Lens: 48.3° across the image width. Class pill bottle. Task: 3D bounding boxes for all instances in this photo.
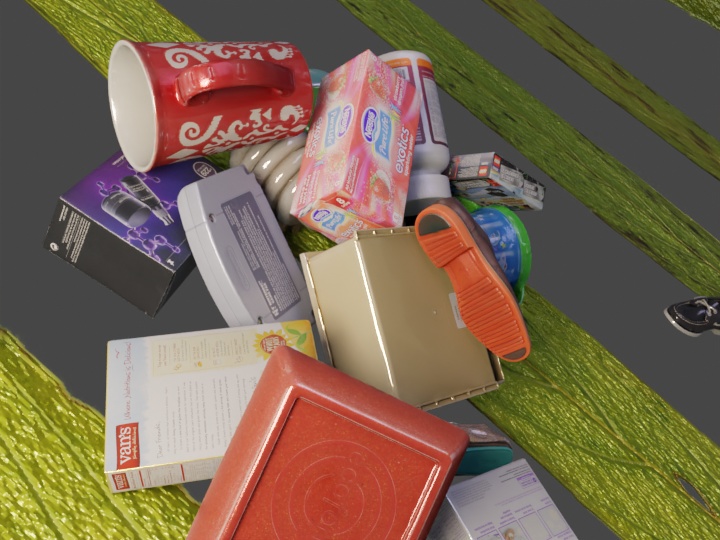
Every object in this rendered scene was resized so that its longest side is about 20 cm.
[{"bbox_3d":[0.062,-0.184,1.095,0.108,0.109,0.204,-2,78,-40],"label":"pill bottle"}]

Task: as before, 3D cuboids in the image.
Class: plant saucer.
[{"bbox_3d":[-0.024,0.196,0.682,0.197,0.202,0.037,26,-2,-12],"label":"plant saucer"}]

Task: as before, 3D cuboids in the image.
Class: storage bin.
[{"bbox_3d":[0.055,0.058,0.915,0.196,0.093,0.204,-6,77,-44],"label":"storage bin"}]

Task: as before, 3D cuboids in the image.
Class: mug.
[{"bbox_3d":[-0.149,-0.182,0.877,0.197,0.136,0.177,-15,32,-34],"label":"mug"}]

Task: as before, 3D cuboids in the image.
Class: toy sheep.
[{"bbox_3d":[-0.107,-0.125,1.024,0.199,0.139,0.138,41,36,9],"label":"toy sheep"}]

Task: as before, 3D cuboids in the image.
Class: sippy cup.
[{"bbox_3d":[0.148,-0.018,1.125,0.128,0.142,0.177,-8,25,-31],"label":"sippy cup"}]

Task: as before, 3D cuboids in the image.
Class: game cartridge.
[{"bbox_3d":[-0.123,-0.010,0.883,0.203,0.040,0.133,65,25,-7],"label":"game cartridge"}]

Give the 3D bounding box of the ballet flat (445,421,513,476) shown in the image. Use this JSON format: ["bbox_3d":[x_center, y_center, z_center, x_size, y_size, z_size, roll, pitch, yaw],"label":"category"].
[{"bbox_3d":[0.081,0.193,0.886,0.197,0.069,0.067,14,20,-36],"label":"ballet flat"}]

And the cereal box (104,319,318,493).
[{"bbox_3d":[-0.132,0.119,0.739,0.196,0.040,0.145,-6,46,-10],"label":"cereal box"}]

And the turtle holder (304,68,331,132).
[{"bbox_3d":[-0.085,-0.214,1.150,0.132,0.142,0.185,43,57,12],"label":"turtle holder"}]

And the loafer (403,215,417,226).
[{"bbox_3d":[0.033,-0.073,1.134,0.070,0.071,0.199,40,34,22],"label":"loafer"}]

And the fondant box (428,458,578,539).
[{"bbox_3d":[0.167,0.306,0.821,0.143,0.059,0.201,-4,50,-42],"label":"fondant box"}]

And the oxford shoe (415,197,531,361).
[{"bbox_3d":[0.140,0.006,0.902,0.072,0.071,0.202,-37,100,-50],"label":"oxford shoe"}]

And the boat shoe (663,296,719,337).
[{"bbox_3d":[0.630,0.079,1.463,0.197,0.061,0.075,8,44,-33],"label":"boat shoe"}]

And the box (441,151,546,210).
[{"bbox_3d":[0.153,-0.126,1.183,0.136,0.198,0.041,21,78,-43],"label":"box"}]

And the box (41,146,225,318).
[{"bbox_3d":[-0.232,-0.062,0.898,0.140,0.079,0.201,34,35,-6],"label":"box"}]

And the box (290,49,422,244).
[{"bbox_3d":[-0.002,-0.143,0.958,0.102,0.094,0.203,31,57,-33],"label":"box"}]
